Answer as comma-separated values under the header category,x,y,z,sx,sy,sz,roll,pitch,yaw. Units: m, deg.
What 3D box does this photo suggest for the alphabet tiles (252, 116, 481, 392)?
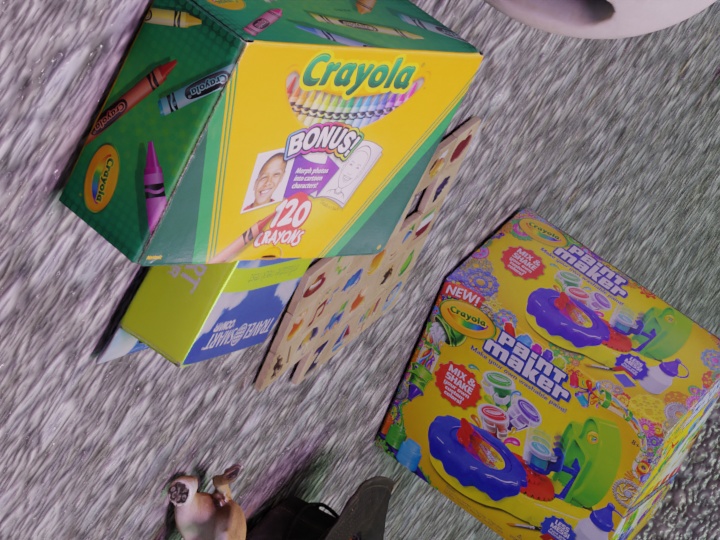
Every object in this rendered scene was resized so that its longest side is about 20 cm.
category,x,y,z,sx,sy,sz,roll,pitch,yaw
alphabet tiles,0.000,0.000,1.839,0.200,0.008,0.167,-38,158,-51

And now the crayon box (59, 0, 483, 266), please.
category,x,y,z,sx,sy,sz,roll,pitch,yaw
crayon box,-0.038,-0.069,1.345,0.200,0.058,0.119,-4,126,-55

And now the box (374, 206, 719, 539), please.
category,x,y,z,sx,sy,sz,roll,pitch,yaw
box,0.146,0.097,2.150,0.122,0.200,0.193,-40,159,-45

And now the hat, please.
category,x,y,z,sx,sy,sz,roll,pitch,yaw
hat,-0.054,0.221,2.022,0.201,0.081,0.201,-56,163,-27

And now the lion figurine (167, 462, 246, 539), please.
category,x,y,z,sx,sy,sz,roll,pitch,yaw
lion figurine,-0.107,0.202,1.817,0.200,0.072,0.122,-62,173,9

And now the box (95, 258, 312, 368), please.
category,x,y,z,sx,sy,sz,roll,pitch,yaw
box,-0.053,-0.030,1.505,0.200,0.048,0.122,-60,165,14

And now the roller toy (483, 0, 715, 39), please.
category,x,y,z,sx,sy,sz,roll,pitch,yaw
roller toy,0.115,-0.213,1.370,0.182,0.200,0.140,-17,159,-6
